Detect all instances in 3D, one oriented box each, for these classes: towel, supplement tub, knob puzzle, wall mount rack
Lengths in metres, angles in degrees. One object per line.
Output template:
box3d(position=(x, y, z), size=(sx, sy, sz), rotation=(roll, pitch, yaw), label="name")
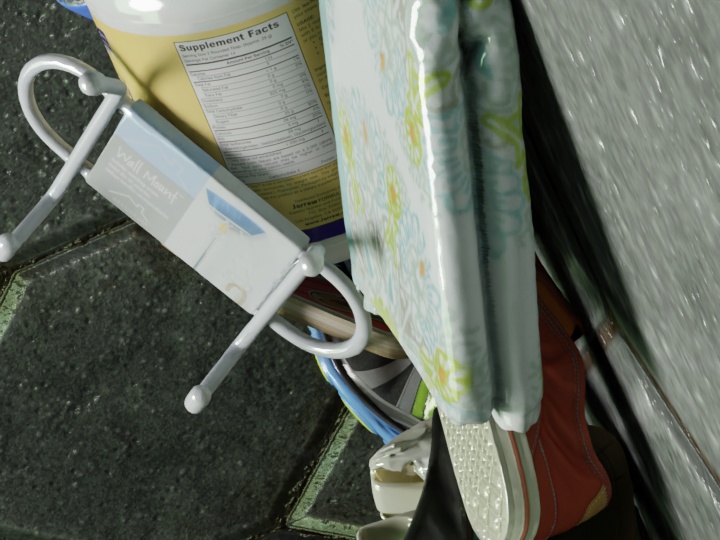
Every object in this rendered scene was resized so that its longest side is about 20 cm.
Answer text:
box3d(position=(0.028, -0.052, 0.954), size=(0.171, 0.048, 0.200), rotation=(-129, 30, -66), label="towel")
box3d(position=(-0.045, -0.115, 1.110), size=(0.145, 0.145, 0.200), rotation=(-117, 5, -55), label="supplement tub")
box3d(position=(0.000, 0.000, 1.202), size=(0.220, 0.219, 0.031), rotation=(-121, 48, -71), label="knob puzzle")
box3d(position=(-0.079, -0.022, 1.054), size=(0.200, 0.075, 0.174), rotation=(38, 144, -1), label="wall mount rack")

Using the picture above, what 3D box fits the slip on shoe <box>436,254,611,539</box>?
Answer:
box3d(position=(0.064, 0.023, 1.062), size=(0.074, 0.061, 0.200), rotation=(132, 129, -62), label="slip on shoe")

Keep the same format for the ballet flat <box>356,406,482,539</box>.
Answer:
box3d(position=(0.034, 0.107, 1.102), size=(0.200, 0.068, 0.068), rotation=(-69, -27, -61), label="ballet flat")

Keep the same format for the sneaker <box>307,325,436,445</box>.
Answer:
box3d(position=(0.048, 0.067, 1.246), size=(0.200, 0.083, 0.071), rotation=(43, -176, 21), label="sneaker")

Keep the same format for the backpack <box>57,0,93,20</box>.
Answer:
box3d(position=(-0.117, -0.237, 1.446), size=(0.168, 0.162, 0.200), rotation=(22, -145, -50), label="backpack")

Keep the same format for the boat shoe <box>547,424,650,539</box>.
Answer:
box3d(position=(0.109, 0.171, 1.093), size=(0.066, 0.072, 0.201), rotation=(43, -139, -55), label="boat shoe")
